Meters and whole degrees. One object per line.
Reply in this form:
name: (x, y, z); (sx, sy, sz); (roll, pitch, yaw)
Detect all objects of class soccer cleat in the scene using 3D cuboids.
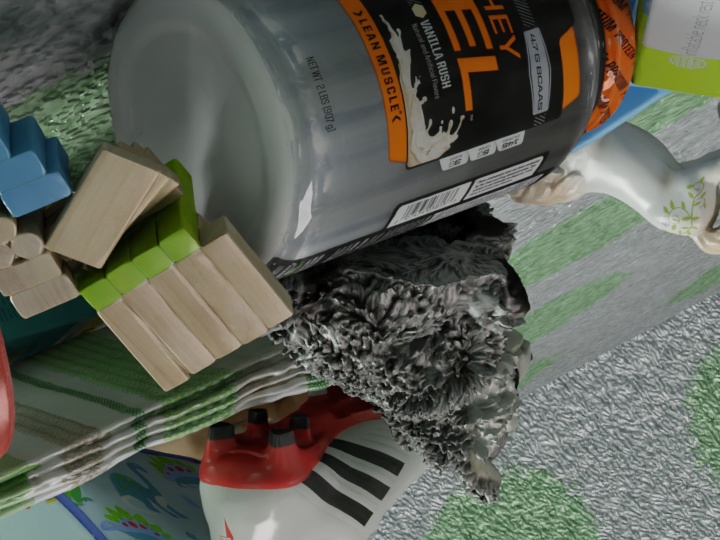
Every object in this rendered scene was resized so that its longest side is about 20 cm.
soccer cleat: (-0.010, 0.099, 0.982); (0.069, 0.085, 0.200); (7, -168, 29)

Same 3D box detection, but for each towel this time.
towel: (-0.127, 0.064, 0.931); (0.200, 0.031, 0.149); (-23, -163, -30)

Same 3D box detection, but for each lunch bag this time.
lunch bag: (-0.104, 0.145, 1.011); (0.200, 0.161, 0.082); (21, 104, -52)

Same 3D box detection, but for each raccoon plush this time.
raccoon plush: (-0.013, 0.040, 0.878); (0.200, 0.097, 0.134); (-4, 122, -15)

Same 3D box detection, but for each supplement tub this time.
supplement tub: (0.010, -0.077, 0.826); (0.200, 0.123, 0.123); (-22, 167, -38)

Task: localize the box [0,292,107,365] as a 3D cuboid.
box: (-0.158, 0.020, 1.037); (0.082, 0.049, 0.200); (-37, 167, 37)

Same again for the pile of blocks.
pile of blocks: (-0.117, -0.032, 0.728); (0.200, 0.062, 0.082); (25, 118, -26)

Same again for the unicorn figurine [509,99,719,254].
unicorn figurine: (0.163, -0.076, 1.262); (0.074, 0.200, 0.137); (-6, 128, -53)

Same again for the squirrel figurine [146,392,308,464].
squirrel figurine: (-0.028, 0.041, 1.172); (0.200, 0.141, 0.187); (-57, -175, 30)

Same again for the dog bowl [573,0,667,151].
dog bowl: (0.149, -0.123, 1.136); (0.200, 0.050, 0.111); (-34, 168, 22)

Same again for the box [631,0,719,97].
box: (0.142, -0.155, 0.820); (0.048, 0.122, 0.200); (9, 170, 5)

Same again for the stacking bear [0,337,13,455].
stacking bear: (-0.245, 0.051, 0.776); (0.200, 0.114, 0.121); (-19, 166, -27)
